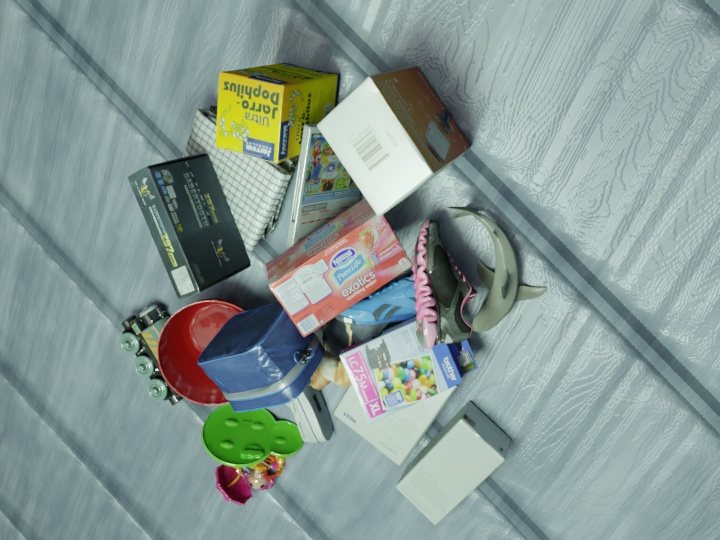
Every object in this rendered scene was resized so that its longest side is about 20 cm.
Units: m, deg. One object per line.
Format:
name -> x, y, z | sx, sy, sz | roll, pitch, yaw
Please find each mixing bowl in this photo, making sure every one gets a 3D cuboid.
mixing bowl -> -0.266, 0.131, 1.293 | 0.194, 0.109, 0.206 | -2, 109, -5

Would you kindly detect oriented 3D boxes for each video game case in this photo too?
video game case -> -0.048, -0.130, 1.106 | 0.018, 0.141, 0.205 | 29, 119, 35

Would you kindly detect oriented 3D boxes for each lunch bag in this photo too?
lunch bag -> -0.151, 0.146, 1.154 | 0.197, 0.137, 0.134 | -16, 118, 40

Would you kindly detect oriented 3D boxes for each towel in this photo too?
towel -> -0.210, -0.161, 1.201 | 0.198, 0.085, 0.168 | 34, 116, 11

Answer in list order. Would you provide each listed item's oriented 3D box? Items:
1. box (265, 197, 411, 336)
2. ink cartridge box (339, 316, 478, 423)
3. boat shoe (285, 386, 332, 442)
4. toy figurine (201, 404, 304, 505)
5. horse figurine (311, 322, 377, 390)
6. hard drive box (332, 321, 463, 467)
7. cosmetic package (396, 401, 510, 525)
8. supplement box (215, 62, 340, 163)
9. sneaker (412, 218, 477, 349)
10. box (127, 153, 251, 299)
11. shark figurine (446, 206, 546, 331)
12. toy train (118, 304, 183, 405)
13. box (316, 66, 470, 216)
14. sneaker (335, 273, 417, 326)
box -> -0.036, -0.009, 1.060 | 0.198, 0.095, 0.104 | -34, 114, 2
ink cartridge box -> 0.078, 0.145, 1.104 | 0.196, 0.042, 0.122 | -24, 94, 2
boat shoe -> -0.114, 0.231, 1.297 | 0.064, 0.074, 0.205 | -14, 101, 22
toy figurine -> -0.216, 0.382, 1.386 | 0.194, 0.152, 0.187 | 7, 127, -5
horse figurine -> -0.041, 0.147, 1.187 | 0.197, 0.049, 0.136 | -1, 99, 45
hard drive box -> 0.065, 0.208, 1.208 | 0.154, 0.077, 0.202 | 35, 118, 9
cosmetic package -> 0.159, 0.334, 1.214 | 0.101, 0.074, 0.201 | 41, 117, 5
supplement box -> -0.121, -0.244, 1.063 | 0.106, 0.200, 0.112 | 15, 114, 17
sneaker -> 0.128, 0.019, 1.065 | 0.093, 0.079, 0.205 | -1, 71, -2
box -> -0.265, -0.074, 1.113 | 0.050, 0.157, 0.204 | -18, 97, 25
shark figurine -> 0.206, -0.004, 1.068 | 0.125, 0.089, 0.220 | -7, 107, 24
toy train -> -0.394, 0.167, 1.399 | 0.112, 0.085, 0.203 | -30, 93, 17
box -> 0.054, -0.191, 1.004 | 0.106, 0.200, 0.154 | -35, 93, 30
sneaker -> 0.053, 0.043, 1.136 | 0.194, 0.066, 0.081 | -4, 105, -3
